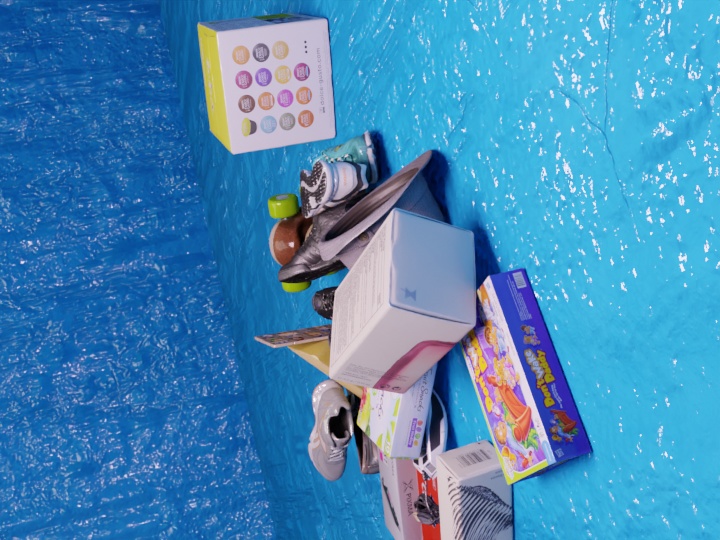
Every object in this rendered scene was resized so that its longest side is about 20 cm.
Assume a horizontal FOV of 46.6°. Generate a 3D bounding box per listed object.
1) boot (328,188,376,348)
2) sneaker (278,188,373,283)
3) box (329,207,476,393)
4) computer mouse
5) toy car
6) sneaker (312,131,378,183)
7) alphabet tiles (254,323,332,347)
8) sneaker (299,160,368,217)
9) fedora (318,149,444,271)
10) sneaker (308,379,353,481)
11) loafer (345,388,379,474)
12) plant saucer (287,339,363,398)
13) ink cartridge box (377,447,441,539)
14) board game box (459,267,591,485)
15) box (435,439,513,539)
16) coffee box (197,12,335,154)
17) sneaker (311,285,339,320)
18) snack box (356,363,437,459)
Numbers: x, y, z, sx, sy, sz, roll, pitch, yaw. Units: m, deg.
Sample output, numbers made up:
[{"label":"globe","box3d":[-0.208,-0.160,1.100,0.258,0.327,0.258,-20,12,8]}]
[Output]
[{"label":"boot","box3d":[0.000,0.000,1.241,0.064,0.165,0.204,13,123,22]},{"label":"sneaker","box3d":[-0.057,-0.054,1.344,0.197,0.059,0.107,-19,73,32]},{"label":"box","box3d":[0.046,0.043,0.993,0.201,0.106,0.131,127,152,-53]},{"label":"computer mouse","box3d":[0.104,0.258,1.193,0.109,0.043,0.205,145,124,-67]},{"label":"toy car","box3d":[-0.045,-0.053,1.439,0.197,0.156,0.168,9,117,41]},{"label":"sneaker","box3d":[-0.022,-0.167,1.310,0.199,0.078,0.080,178,81,-72]},{"label":"alphabet tiles","box3d":[-0.072,0.107,1.436,0.167,0.195,0.008,180,82,-72]},{"label":"sneaker","box3d":[-0.044,-0.122,1.260,0.199,0.078,0.076,-179,83,-73]},{"label":"fedora","box3d":[0.040,-0.056,1.085,0.091,0.198,0.177,50,-163,-11]},{"label":"sneaker","box3d":[-0.049,0.305,1.507,0.092,0.074,0.205,-135,38,-58]},{"label":"loafer","box3d":[0.001,0.281,1.540,0.073,0.061,0.202,98,155,-48]},{"label":"plant saucer","box3d":[-0.013,0.170,1.403,0.198,0.049,0.199,36,169,-15]},{"label":"ink cartridge box","box3d":[0.080,0.374,1.381,0.173,0.043,0.205,-143,44,-67]},{"label":"board game box","box3d":[0.171,0.120,0.922,0.135,0.044,0.204,117,139,-64]},{"label":"box","box3d":[0.148,0.329,1.070,0.068,0.080,0.205,-144,44,-63]},{"label":"coffee box","box3d":[-0.170,-0.338,1.480,0.200,0.193,0.205,-136,39,-61]},{"label":"sneaker","box3d":[-0.040,0.061,1.414,0.200,0.085,0.078,111,160,-82]},{"label":"snack box","box3d":[0.056,0.149,1.203,0.142,0.052,0.205,-155,74,-68]}]
